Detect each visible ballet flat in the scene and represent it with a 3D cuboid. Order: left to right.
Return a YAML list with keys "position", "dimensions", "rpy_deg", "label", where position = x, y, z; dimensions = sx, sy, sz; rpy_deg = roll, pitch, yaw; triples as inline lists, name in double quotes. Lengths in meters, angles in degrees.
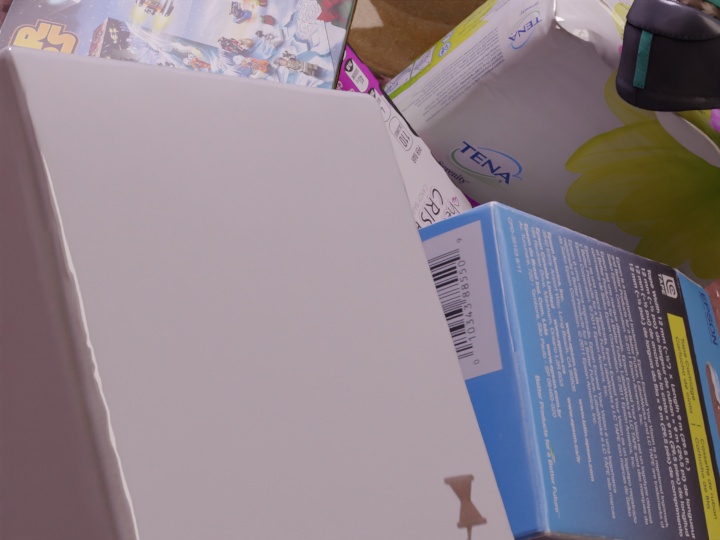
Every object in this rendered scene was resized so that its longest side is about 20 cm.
- position: [0.186, -0.077, 0.837]
  dimensions: [0.199, 0.073, 0.074]
  rpy_deg: [13, 59, -44]
  label: "ballet flat"

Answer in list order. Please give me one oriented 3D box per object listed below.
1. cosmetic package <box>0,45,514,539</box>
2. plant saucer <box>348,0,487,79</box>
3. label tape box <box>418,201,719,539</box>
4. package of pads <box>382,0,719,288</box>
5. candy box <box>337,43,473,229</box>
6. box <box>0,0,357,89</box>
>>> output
- position: [-0.091, 0.054, 0.557]
  dimensions: [0.167, 0.199, 0.168]
  rpy_deg: [1, 68, -52]
  label: "cosmetic package"
- position: [0.049, -0.192, 0.901]
  dimensions: [0.201, 0.199, 0.036]
  rpy_deg: [53, 21, -15]
  label: "plant saucer"
- position: [0.102, 0.063, 0.818]
  dimensions: [0.199, 0.066, 0.145]
  rpy_deg: [17, 59, -51]
  label: "label tape box"
- position: [0.117, -0.058, 0.911]
  dimensions: [0.199, 0.154, 0.069]
  rpy_deg: [30, 42, -28]
  label: "package of pads"
- position: [0.000, 0.000, 0.827]
  dimensions: [0.200, 0.061, 0.137]
  rpy_deg: [52, 38, -19]
  label: "candy box"
- position: [-0.078, -0.080, 0.732]
  dimensions: [0.136, 0.040, 0.201]
  rpy_deg: [13, 49, -1]
  label: "box"
